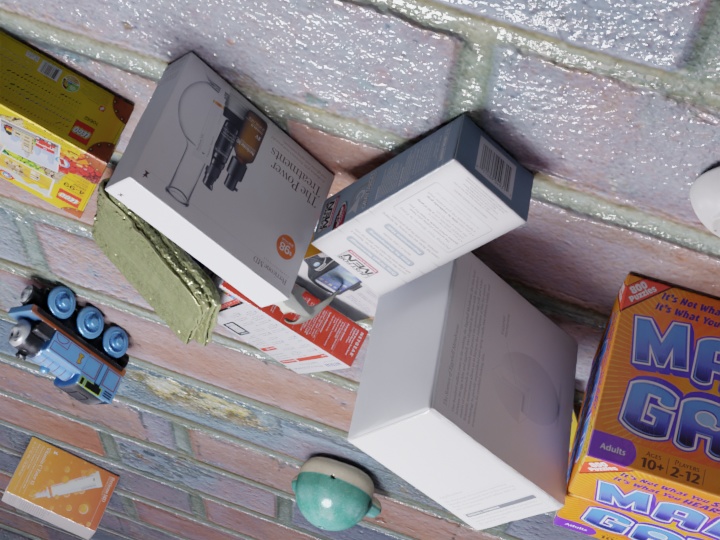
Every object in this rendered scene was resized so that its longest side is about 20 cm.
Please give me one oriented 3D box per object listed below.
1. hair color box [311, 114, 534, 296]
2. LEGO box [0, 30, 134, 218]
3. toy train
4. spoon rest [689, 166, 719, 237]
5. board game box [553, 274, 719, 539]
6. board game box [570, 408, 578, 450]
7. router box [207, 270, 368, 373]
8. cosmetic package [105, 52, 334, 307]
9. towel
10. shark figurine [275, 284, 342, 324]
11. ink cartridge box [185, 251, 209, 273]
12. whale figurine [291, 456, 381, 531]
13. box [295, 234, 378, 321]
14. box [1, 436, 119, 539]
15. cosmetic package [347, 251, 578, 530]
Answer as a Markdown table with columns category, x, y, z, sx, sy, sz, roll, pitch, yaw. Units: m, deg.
| category | x | y | z | sx | sy | sz | roll | pitch | yaw |
| --- | --- | --- | --- | --- | --- | --- | --- | --- | --- |
| hair color box | 0.056 | -0.056 | 1.093 | 0.099 | 0.061 | 0.199 | 37 | 137 | -25 |
| LEGO box | -0.353 | -0.158 | 1.213 | 0.198 | 0.078 | 0.149 | 29 | 151 | -13 |
| toy train | -0.420 | 0.107 | 1.673 | 0.086 | 0.116 | 0.200 | -9 | 140 | 42 |
| spoon rest | 0.343 | -0.064 | 0.934 | 0.098 | 0.061 | 0.200 | 29 | 164 | -11 |
| board game box | 0.324 | 0.163 | 1.167 | 0.197 | 0.202 | 0.201 | 16 | 152 | 9 |
| board game box | 0.210 | 0.211 | 1.449 | 0.132 | 0.035 | 0.201 | -15 | 141 | 11 |
| router box | -0.106 | 0.054 | 1.383 | 0.178 | 0.049 | 0.200 | 33 | 163 | -15 |
| cosmetic package | -0.127 | -0.084 | 1.109 | 0.199 | 0.152 | 0.051 | 38 | 147 | -30 |
| towel | -0.234 | -0.006 | 1.335 | 0.200 | 0.036 | 0.149 | 46 | 151 | 5 |
| shark figurine | -0.096 | -0.013 | 1.195 | 0.213 | 0.090 | 0.128 | 36 | 177 | -21 |
| ink cartridge box | -0.196 | -0.051 | 1.311 | 0.094 | 0.037 | 0.200 | 40 | 148 | 0 |
| whale figurine | -0.045 | 0.385 | 1.902 | 0.157 | 0.105 | 0.201 | 16 | 151 | 9 |
| box | 0.000 | 0.000 | 1.284 | 0.119 | 0.042 | 0.199 | 38 | 145 | -27 |
| box | -0.614 | 0.447 | 2.376 | 0.198 | 0.126 | 0.097 | 27 | 151 | -11 |
| cosmetic package | 0.109 | 0.120 | 1.180 | 0.122 | 0.201 | 0.199 | -25 | 128 | 39 |
